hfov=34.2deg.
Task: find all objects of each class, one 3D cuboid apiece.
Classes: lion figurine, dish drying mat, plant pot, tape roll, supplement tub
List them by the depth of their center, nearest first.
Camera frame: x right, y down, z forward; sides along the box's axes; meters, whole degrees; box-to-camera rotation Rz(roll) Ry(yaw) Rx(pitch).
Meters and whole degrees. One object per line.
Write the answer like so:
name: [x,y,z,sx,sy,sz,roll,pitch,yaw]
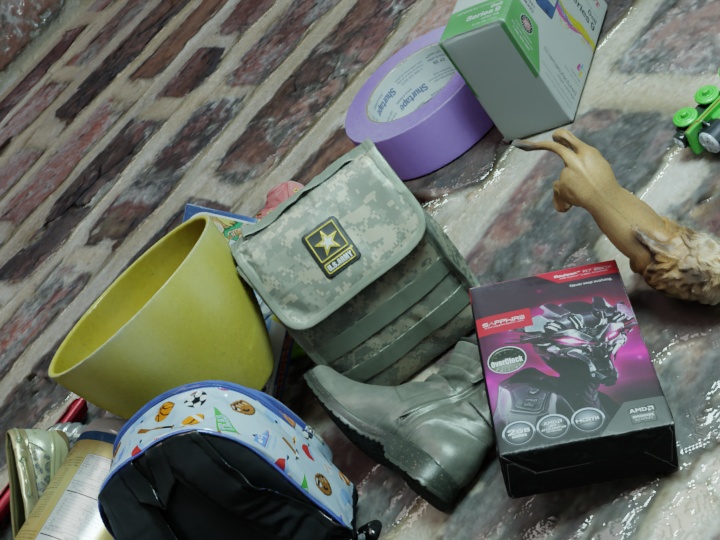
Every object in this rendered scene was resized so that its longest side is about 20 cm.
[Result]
lion figurine: [0.206,-0.044,0.914,0.073,0.200,0.122,-57,2,7]
supplement tub: [-0.234,0.251,1.065,0.144,0.145,0.200,-9,44,44]
plant pot: [-0.163,0.069,1.070,0.200,0.142,0.200,-38,18,15]
tape roll: [0.079,-0.199,1.367,0.200,0.066,0.200,-31,31,21]
dish drying mat: [-0.387,0.234,1.368,0.200,0.018,0.077,-55,0,-19]

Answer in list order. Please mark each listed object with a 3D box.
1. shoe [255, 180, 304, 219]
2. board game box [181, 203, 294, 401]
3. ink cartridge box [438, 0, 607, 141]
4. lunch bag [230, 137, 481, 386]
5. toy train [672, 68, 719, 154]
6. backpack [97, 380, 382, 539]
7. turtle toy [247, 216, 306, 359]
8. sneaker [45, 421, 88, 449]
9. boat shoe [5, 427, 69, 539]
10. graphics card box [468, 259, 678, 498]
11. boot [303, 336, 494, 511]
shoe: [-0.066,-0.060,1.348,0.200,0.071,0.091,-4,52,54]
board game box: [-0.129,0.045,1.163,0.135,0.034,0.201,12,90,17]
ink cartridge box: [0.179,-0.264,1.251,0.087,0.145,0.200,-15,39,38]
lunch bag: [0.000,0.000,1.062,0.164,0.200,0.118,-37,29,7]
toy train: [0.357,-0.176,1.034,0.200,0.042,0.056,-46,40,-6]
backpack: [-0.113,0.182,0.965,0.200,0.191,0.154,-35,30,14]
turtle toy: [-0.112,0.036,1.247,0.146,0.101,0.200,-48,30,-8]
sneaker: [-0.302,0.227,1.252,0.200,0.075,0.116,-11,44,41]
boat shoe: [-0.339,0.261,1.193,0.073,0.063,0.201,-31,55,50]
graphics card box: [0.156,0.076,0.889,0.125,0.051,0.200,-11,36,6]
boot: [0.052,0.107,0.991,0.131,0.068,0.200,-45,45,-13]
